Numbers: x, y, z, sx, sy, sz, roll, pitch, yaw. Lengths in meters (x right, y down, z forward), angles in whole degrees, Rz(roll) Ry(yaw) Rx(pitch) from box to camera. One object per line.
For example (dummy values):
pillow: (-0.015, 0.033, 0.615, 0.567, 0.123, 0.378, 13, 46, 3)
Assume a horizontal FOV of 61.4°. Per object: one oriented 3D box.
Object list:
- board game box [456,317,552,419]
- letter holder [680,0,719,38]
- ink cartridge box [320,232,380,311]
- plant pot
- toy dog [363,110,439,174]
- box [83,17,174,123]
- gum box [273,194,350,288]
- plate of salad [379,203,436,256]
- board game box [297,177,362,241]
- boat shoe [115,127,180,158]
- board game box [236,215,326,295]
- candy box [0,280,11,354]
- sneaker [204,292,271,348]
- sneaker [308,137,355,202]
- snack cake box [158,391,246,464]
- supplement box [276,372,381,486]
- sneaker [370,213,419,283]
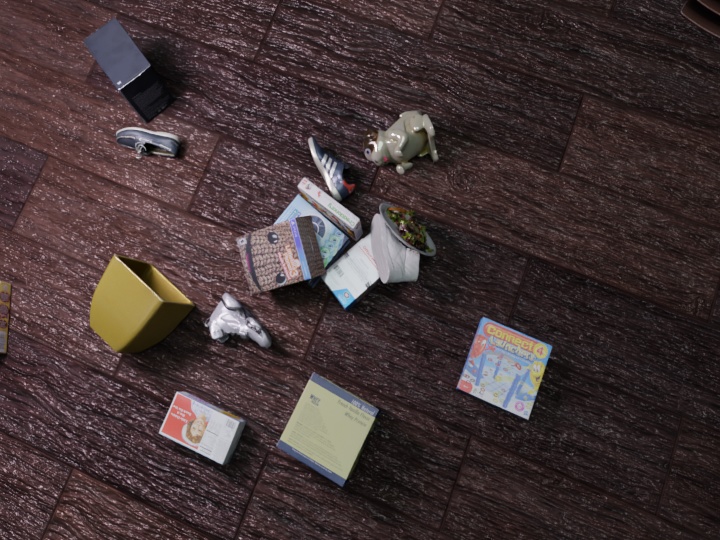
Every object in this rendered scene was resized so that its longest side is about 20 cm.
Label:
board game box: (0.375, 0.256, 1.586, 0.195, 0.056, 0.201, 21, 80, 9)
letter holder: (1.048, -0.764, 1.735, 0.198, 0.101, 0.144, 36, 84, 11)
ink cartridge box: (0.000, 0.000, 1.666, 0.199, 0.068, 0.117, -40, 79, -5)
plant pot: (-0.608, 0.108, 1.637, 0.193, 0.195, 0.202, 38, 92, 11)
toy dog: (0.101, -0.369, 1.707, 0.195, 0.140, 0.198, -21, 64, 0)
box: (-0.676, -0.583, 1.783, 0.123, 0.197, 0.202, -38, 78, -5)
gum box: (-0.155, -0.083, 1.709, 0.199, 0.045, 0.171, 39, 84, 12)
plate of salad: (0.133, -0.117, 1.622, 0.200, 0.199, 0.048, 47, 114, 12)
board game box: (-0.081, -0.168, 1.680, 0.198, 0.126, 0.035, 38, 82, 12)
boat shoe: (-0.634, -0.373, 1.799, 0.193, 0.075, 0.064, 8, 66, -3)
board game box: (-0.212, -0.040, 1.625, 0.195, 0.096, 0.165, -16, 92, 24)
candy box: (-1.071, 0.137, 1.729, 0.112, 0.057, 0.207, -4, 78, 4)
sneaker: (-0.336, 0.166, 1.656, 0.199, 0.075, 0.115, 42, 84, 17)
sneaker: (-0.079, -0.302, 1.739, 0.083, 0.075, 0.204, -28, 87, -1)
snack cake box: (-0.418, 0.417, 1.609, 0.195, 0.067, 0.118, 22, 82, 9)
supplement box: (-0.075, 0.402, 1.550, 0.196, 0.134, 0.204, 26, 81, 10)
sneaker: (0.095, -0.056, 1.612, 0.112, 0.074, 0.205, 2, 60, -24)
